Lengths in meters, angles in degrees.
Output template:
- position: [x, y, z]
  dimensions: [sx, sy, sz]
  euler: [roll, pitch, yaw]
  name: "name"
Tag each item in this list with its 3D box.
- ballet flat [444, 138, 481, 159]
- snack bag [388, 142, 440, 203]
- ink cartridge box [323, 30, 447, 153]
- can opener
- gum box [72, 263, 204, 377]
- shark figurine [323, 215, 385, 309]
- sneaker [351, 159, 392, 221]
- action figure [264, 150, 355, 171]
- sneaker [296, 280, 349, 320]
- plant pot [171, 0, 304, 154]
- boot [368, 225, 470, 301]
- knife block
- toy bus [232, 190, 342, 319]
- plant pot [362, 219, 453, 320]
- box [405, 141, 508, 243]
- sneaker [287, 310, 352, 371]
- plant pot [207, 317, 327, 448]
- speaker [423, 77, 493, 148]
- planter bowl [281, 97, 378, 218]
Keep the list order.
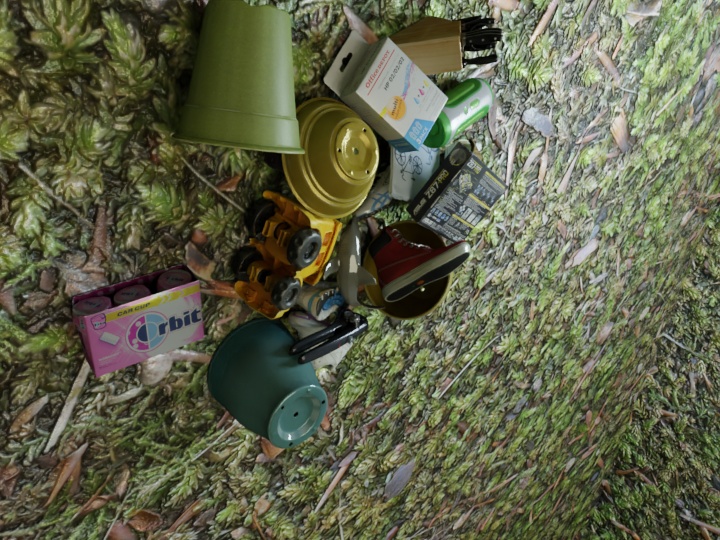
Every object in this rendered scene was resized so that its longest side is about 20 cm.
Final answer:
- position: [0.211, -0.236, 1.327]
  dimensions: [0.200, 0.066, 0.074]
  euler: [-44, 119, -54]
  name: "ballet flat"
- position: [0.108, -0.218, 1.231]
  dimensions: [0.187, 0.021, 0.207]
  euler: [15, 74, -53]
  name: "snack bag"
- position: [0.045, -0.315, 1.095]
  dimensions: [0.198, 0.067, 0.117]
  euler: [36, 79, -26]
  name: "ink cartridge box"
- position: [-0.056, 0.132, 1.213]
  dimensions: [0.198, 0.062, 0.081]
  euler: [-25, 133, -50]
  name: "can opener"
- position: [-0.359, 0.079, 1.017]
  dimensions: [0.196, 0.066, 0.116]
  euler: [-20, 128, -33]
  name: "gum box"
- position: [-0.003, 0.023, 1.200]
  dimensions: [0.129, 0.087, 0.219]
  euler: [-58, 149, -41]
  name: "shark figurine"
- position: [0.044, -0.167, 1.241]
  dimensions: [0.073, 0.071, 0.200]
  euler: [51, 61, -12]
  name: "sneaker"
- position: [-0.077, -0.210, 1.109]
  dimensions: [0.197, 0.068, 0.134]
  euler: [0, 107, -47]
  name: "action figure"
- position: [-0.075, 0.047, 1.267]
  dimensions: [0.199, 0.085, 0.077]
  euler: [7, 104, -70]
  name: "sneaker"
- position: [-0.167, -0.278, 0.909]
  dimensions: [0.196, 0.198, 0.196]
  euler: [-3, 106, -41]
  name: "plant pot"
- position: [0.111, -0.046, 1.248]
  dimensions: [0.196, 0.148, 0.072]
  euler: [-26, 155, 16]
  name: "boot"
- position: [0.151, -0.394, 1.125]
  dimensions: [0.198, 0.174, 0.065]
  euler: [-34, 133, -22]
  name: "knife block"
- position: [-0.118, -0.030, 1.149]
  dimensions: [0.190, 0.134, 0.205]
  euler: [-4, 121, -59]
  name: "toy bus"
- position: [0.118, 0.005, 1.351]
  dimensions: [0.204, 0.197, 0.141]
  euler: [-61, 157, 7]
  name: "plant pot"
- position: [0.193, -0.142, 1.232]
  dimensions: [0.162, 0.049, 0.198]
  euler: [-50, 148, 15]
  name: "box"
- position: [-0.090, 0.152, 1.304]
  dimensions: [0.101, 0.074, 0.199]
  euler: [-58, 138, -7]
  name: "sneaker"
- position: [-0.163, 0.226, 1.202]
  dimensions: [0.197, 0.187, 0.205]
  euler: [-22, 128, -32]
  name: "plant pot"
- position: [0.188, -0.315, 1.249]
  dimensions: [0.199, 0.087, 0.090]
  euler: [-40, 139, -39]
  name: "speaker"
- position: [-0.028, -0.193, 1.047]
  dimensions: [0.196, 0.082, 0.207]
  euler: [1, 88, -40]
  name: "planter bowl"
